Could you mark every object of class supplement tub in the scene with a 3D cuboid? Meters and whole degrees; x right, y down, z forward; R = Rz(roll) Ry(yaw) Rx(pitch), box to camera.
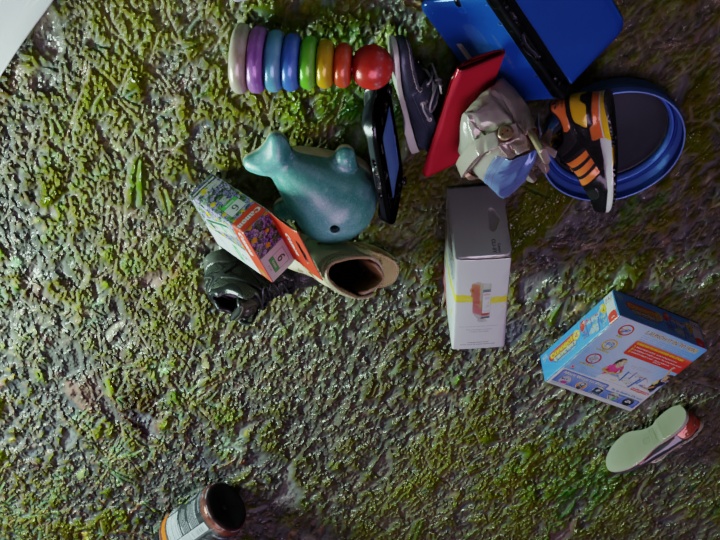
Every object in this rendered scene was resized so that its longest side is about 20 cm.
[{"bbox_3d":[-0.315,0.495,2.216,0.106,0.108,0.199,28,129,-32],"label":"supplement tub"}]

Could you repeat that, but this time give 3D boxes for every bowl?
[{"bbox_3d":[0.344,-0.179,1.582,0.197,0.040,0.202,-3,138,-3],"label":"bowl"}]

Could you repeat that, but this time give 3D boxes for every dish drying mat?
[{"bbox_3d":[0.128,-0.200,1.472,0.076,0.018,0.201,-25,153,-26],"label":"dish drying mat"}]

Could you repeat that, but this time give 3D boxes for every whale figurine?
[{"bbox_3d":[-0.065,-0.109,1.568,0.158,0.105,0.199,-35,132,30],"label":"whale figurine"}]

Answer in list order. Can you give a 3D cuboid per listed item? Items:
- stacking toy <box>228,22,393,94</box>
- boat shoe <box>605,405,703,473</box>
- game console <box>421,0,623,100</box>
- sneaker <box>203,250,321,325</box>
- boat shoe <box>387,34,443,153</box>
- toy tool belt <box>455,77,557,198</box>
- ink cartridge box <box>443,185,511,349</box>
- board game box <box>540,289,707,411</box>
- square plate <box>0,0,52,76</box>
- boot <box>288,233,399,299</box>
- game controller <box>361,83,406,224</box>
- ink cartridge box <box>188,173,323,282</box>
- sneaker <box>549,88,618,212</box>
[{"bbox_3d":[-0.058,-0.250,1.404,0.197,0.086,0.086,6,139,3],"label":"stacking toy"},{"bbox_3d":[0.545,0.322,2.141,0.062,0.072,0.200,26,125,-34],"label":"boat shoe"},{"bbox_3d":[0.202,-0.317,1.431,0.169,0.120,0.200,3,150,42],"label":"game console"},{"bbox_3d":[-0.134,0.027,1.710,0.196,0.115,0.077,0,140,-8],"label":"sneaker"},{"bbox_3d":[0.077,-0.226,1.477,0.061,0.076,0.201,-10,139,8],"label":"boat shoe"},{"bbox_3d":[0.190,-0.146,1.485,0.125,0.123,0.200,-44,164,-10],"label":"toy tool belt"},{"bbox_3d":[0.168,-0.005,1.680,0.082,0.147,0.202,-3,138,0],"label":"ink cartridge box"},{"bbox_3d":[0.439,0.139,1.933,0.198,0.056,0.196,20,132,-26],"label":"board game box"},{"bbox_3d":[-0.485,-0.319,1.352,0.197,0.029,0.200,27,129,-30],"label":"square plate"},{"bbox_3d":[0.000,0.000,1.650,0.198,0.155,0.074,15,94,-33],"label":"boot"},{"bbox_3d":[0.033,-0.157,1.527,0.041,0.105,0.201,-5,139,7],"label":"game controller"},{"bbox_3d":[-0.144,-0.045,1.574,0.050,0.199,0.110,-43,138,-15],"label":"ink cartridge box"},{"bbox_3d":[0.295,-0.158,1.531,0.089,0.071,0.201,1,140,16],"label":"sneaker"}]
